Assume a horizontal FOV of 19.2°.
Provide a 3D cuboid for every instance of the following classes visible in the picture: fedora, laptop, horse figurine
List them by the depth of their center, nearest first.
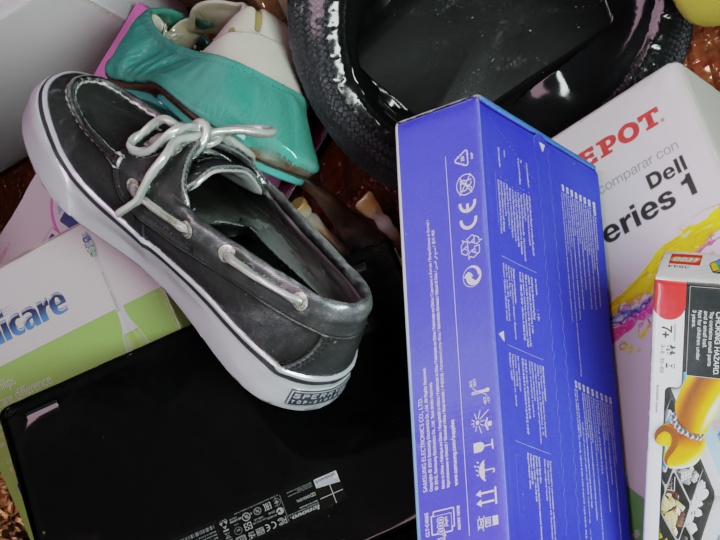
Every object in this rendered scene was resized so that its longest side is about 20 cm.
[{"bbox_3d":[-0.028,0.127,0.914,0.187,0.116,0.200,-24,60,2],"label":"laptop"},{"bbox_3d":[0.054,-0.125,1.002,0.201,0.200,0.092,-67,17,-4],"label":"fedora"},{"bbox_3d":[0.000,0.000,1.007,0.050,0.133,0.200,-44,29,-8],"label":"horse figurine"}]

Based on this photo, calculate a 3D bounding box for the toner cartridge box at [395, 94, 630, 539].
[{"bbox_3d":[0.061,0.041,0.843,0.043,0.095,0.201,-17,64,32],"label":"toner cartridge box"}]

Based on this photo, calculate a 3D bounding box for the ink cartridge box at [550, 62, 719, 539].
[{"bbox_3d":[0.126,0.035,0.912,0.145,0.084,0.200,-32,57,23],"label":"ink cartridge box"}]

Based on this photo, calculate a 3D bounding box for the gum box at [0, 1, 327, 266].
[{"bbox_3d":[-0.117,-0.026,1.128,0.113,0.066,0.200,34,95,41],"label":"gum box"}]

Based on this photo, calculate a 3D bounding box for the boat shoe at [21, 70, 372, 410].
[{"bbox_3d":[-0.069,-0.031,0.885,0.199,0.073,0.068,49,134,30],"label":"boat shoe"}]

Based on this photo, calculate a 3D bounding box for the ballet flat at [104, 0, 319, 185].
[{"bbox_3d":[-0.066,-0.093,0.998,0.071,0.067,0.200,-63,29,0],"label":"ballet flat"}]

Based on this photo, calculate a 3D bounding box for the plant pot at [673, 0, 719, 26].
[{"bbox_3d":[0.220,-0.210,0.877,0.188,0.201,0.201,-5,70,19],"label":"plant pot"}]

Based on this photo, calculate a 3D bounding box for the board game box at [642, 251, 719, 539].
[{"bbox_3d":[0.170,0.096,0.798,0.126,0.035,0.201,4,110,14],"label":"board game box"}]

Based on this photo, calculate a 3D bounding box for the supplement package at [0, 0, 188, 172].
[{"bbox_3d":[-0.211,-0.143,1.210,0.200,0.117,0.117,-26,58,28],"label":"supplement package"}]

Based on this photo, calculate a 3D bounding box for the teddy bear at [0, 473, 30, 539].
[{"bbox_3d":[-0.225,0.122,1.082,0.145,0.200,0.067,20,114,50],"label":"teddy bear"}]

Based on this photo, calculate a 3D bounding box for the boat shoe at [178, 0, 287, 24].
[{"bbox_3d":[-0.070,-0.176,1.104,0.065,0.072,0.200,-33,42,-15],"label":"boat shoe"}]

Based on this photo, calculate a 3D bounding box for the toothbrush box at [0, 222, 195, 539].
[{"bbox_3d":[-0.092,0.074,0.996,0.145,0.086,0.200,-26,89,38],"label":"toothbrush box"}]
